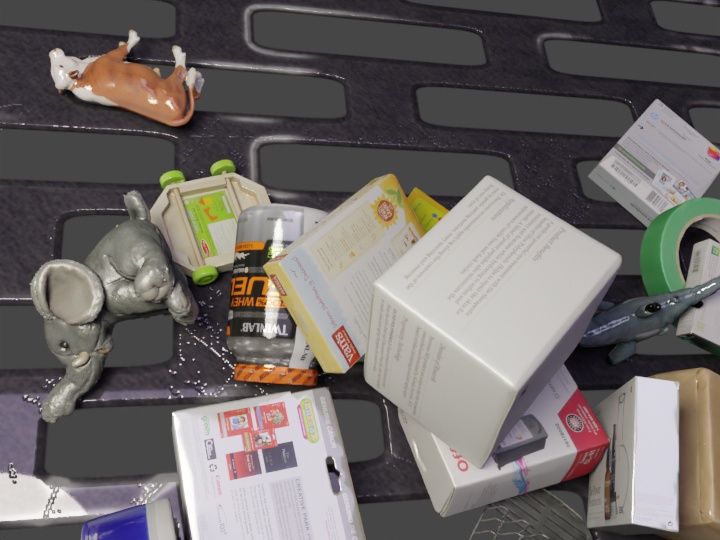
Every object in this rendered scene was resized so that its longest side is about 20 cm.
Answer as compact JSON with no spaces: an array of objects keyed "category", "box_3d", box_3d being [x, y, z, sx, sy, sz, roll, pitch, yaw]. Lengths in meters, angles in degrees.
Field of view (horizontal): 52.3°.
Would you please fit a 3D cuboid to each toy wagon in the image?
[{"category":"toy wagon","box_3d":[-0.208,-0.057,0.935,0.200,0.040,0.155,-16,69,-20]}]

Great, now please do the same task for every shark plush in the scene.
[{"category":"shark plush","box_3d":[0.383,0.065,0.965,0.200,0.083,0.091,-13,71,20]}]

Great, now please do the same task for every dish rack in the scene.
[{"category":"dish rack","box_3d":[0.187,0.340,0.835,0.153,0.055,0.200,36,60,3]}]

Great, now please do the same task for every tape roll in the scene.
[{"category":"tape roll","box_3d":[0.505,-0.004,1.068,0.200,0.048,0.201,4,77,-17]}]

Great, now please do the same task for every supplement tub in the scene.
[{"category":"supplement tub","box_3d":[-0.091,0.031,0.857,0.122,0.123,0.201,5,81,-12]}]

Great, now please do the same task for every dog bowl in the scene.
[{"category":"dog bowl","box_3d":[-0.193,0.316,0.662,0.079,0.200,0.201,-11,68,-17]}]

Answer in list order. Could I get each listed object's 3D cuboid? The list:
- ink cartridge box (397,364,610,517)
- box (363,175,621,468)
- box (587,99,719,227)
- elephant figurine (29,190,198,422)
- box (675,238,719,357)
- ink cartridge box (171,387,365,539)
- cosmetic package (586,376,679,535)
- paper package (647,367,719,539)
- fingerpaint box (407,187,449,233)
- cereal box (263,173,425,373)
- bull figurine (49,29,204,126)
[{"category":"ink cartridge box","box_3d":[0.164,0.184,0.867,0.199,0.086,0.148,-11,52,-18]},{"category":"box","box_3d":[0.131,0.055,0.778,0.171,0.200,0.199,35,60,21]},{"category":"box","box_3d":[0.477,-0.164,1.169,0.156,0.041,0.200,42,63,7]},{"category":"elephant figurine","box_3d":[-0.297,0.040,0.819,0.200,0.142,0.155,-27,41,-5]},{"category":"box","box_3d":[0.541,0.061,1.021,0.200,0.036,0.145,24,72,-10]},{"category":"ink cartridge box","box_3d":[-0.101,0.242,0.789,0.175,0.084,0.200,-7,67,-18]},{"category":"cosmetic package","box_3d":[0.304,0.216,0.831,0.052,0.200,0.151,9,70,7]},{"category":"paper package","box_3d":[0.439,0.243,0.890,0.200,0.103,0.191,26,59,-24]},{"category":"fingerpaint box","box_3d":[0.078,0.019,0.953,0.167,0.073,0.200,35,61,5]},{"category":"cereal box","box_3d":[0.000,0.000,0.830,0.200,0.039,0.144,-40,110,-34]},{"category":"bull figurine","box_3d":[-0.311,-0.260,0.991,0.200,0.065,0.122,23,64,-3]}]
